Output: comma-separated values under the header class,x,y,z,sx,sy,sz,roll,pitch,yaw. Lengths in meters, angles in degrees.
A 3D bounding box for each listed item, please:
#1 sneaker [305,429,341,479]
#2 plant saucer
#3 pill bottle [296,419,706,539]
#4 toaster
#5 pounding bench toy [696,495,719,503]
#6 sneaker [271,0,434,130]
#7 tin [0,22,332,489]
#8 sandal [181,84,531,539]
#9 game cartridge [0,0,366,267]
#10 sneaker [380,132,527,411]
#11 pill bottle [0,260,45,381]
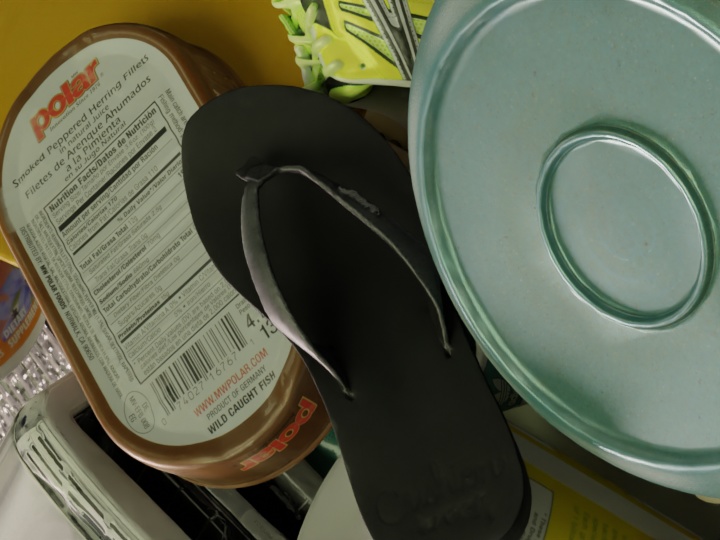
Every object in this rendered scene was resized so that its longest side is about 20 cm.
class,x,y,z,sx,sy,sz,roll,pitch,yaw
sneaker,0.038,0.094,0.911,0.080,0.071,0.200,-33,98,42
plant saucer,0.085,-0.017,0.660,0.200,0.027,0.201,24,127,36
pill bottle,0.079,0.134,0.815,0.200,0.110,0.109,32,139,-18
toaster,-0.086,0.120,0.893,0.200,0.113,0.129,44,130,17
pounding bench toy,0.114,-0.035,0.736,0.156,0.124,0.200,43,134,19
sneaker,-0.004,-0.107,0.796,0.200,0.077,0.075,40,160,-5
tin,-0.073,-0.010,0.841,0.112,0.042,0.200,-40,59,12
sandal,-0.001,0.009,0.751,0.200,0.076,0.043,58,-179,27
game cartridge,-0.087,-0.073,0.909,0.200,0.032,0.177,22,89,37
sneaker,0.000,0.001,0.881,0.199,0.093,0.071,27,126,31
pill bottle,-0.227,-0.036,1.014,0.112,0.112,0.200,22,148,34
